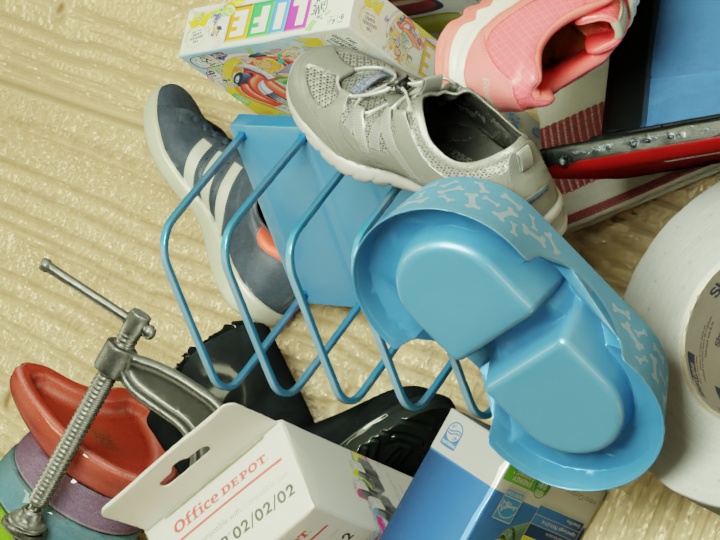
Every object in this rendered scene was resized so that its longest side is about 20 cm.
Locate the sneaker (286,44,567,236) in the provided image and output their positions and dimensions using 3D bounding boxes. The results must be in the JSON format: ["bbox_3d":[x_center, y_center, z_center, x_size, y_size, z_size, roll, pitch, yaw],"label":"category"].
[{"bbox_3d":[0.037,-0.086,1.539,0.200,0.082,0.075,31,57,33],"label":"sneaker"}]

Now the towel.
[{"bbox_3d":[0.168,-0.134,1.686,0.144,0.023,0.201,-24,59,29],"label":"towel"}]

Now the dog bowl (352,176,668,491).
[{"bbox_3d":[0.087,0.031,1.490,0.111,0.200,0.050,-35,15,41],"label":"dog bowl"}]

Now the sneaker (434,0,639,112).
[{"bbox_3d":[0.136,-0.154,1.603,0.200,0.074,0.087,-46,36,-22],"label":"sneaker"}]

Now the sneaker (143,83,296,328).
[{"bbox_3d":[-0.074,-0.060,1.829,0.084,0.075,0.201,-41,59,19],"label":"sneaker"}]

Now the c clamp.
[{"bbox_3d":[-0.160,0.118,1.724,0.170,0.027,0.201,27,103,11],"label":"c clamp"}]

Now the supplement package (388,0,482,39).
[{"bbox_3d":[0.048,-0.203,1.721,0.200,0.113,0.110,-4,73,55],"label":"supplement package"}]

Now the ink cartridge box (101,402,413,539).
[{"bbox_3d":[-0.041,0.159,1.613,0.115,0.200,0.068,-40,50,20],"label":"ink cartridge box"}]

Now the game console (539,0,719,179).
[{"bbox_3d":[0.209,-0.122,1.558,0.199,0.172,0.120,-9,87,29],"label":"game console"}]

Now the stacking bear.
[{"bbox_3d":[-0.213,0.180,1.822,0.200,0.121,0.114,-56,40,19],"label":"stacking bear"}]

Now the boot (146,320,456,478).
[{"bbox_3d":[-0.043,0.091,1.729,0.200,0.076,0.169,-44,52,23],"label":"boot"}]

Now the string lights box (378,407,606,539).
[{"bbox_3d":[0.049,0.190,1.589,0.059,0.103,0.201,30,93,40],"label":"string lights box"}]

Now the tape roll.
[{"bbox_3d":[0.237,0.043,1.519,0.200,0.066,0.201,-17,62,35],"label":"tape roll"}]

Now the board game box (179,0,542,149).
[{"bbox_3d":[0.004,-0.108,1.689,0.134,0.200,0.034,-7,61,39],"label":"board game box"}]

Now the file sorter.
[{"bbox_3d":[0.000,0.000,1.643,0.199,0.139,0.123,5,40,34],"label":"file sorter"}]
